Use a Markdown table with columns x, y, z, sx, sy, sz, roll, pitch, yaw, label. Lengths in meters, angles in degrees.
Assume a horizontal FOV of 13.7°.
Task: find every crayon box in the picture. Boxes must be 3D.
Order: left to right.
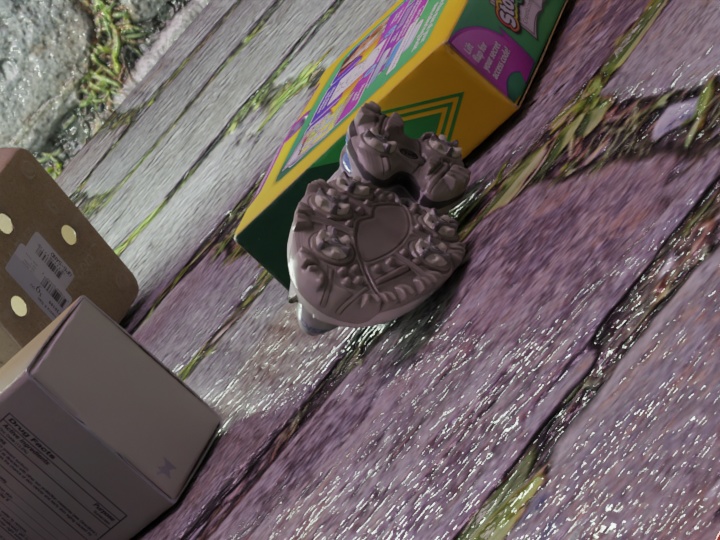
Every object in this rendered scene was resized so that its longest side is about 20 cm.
| x | y | z | sx | sy | sz | roll | pitch | yaw | label |
| --- | --- | --- | --- | --- | --- | --- | --- | --- | --- |
| 0.030 | -0.096 | 1.600 | 0.172 | 0.058 | 0.200 | -40 | 13 | 32 | crayon box |

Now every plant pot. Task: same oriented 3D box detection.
| x | y | z | sx | sy | sz | roll | pitch | yaw | label |
| --- | --- | --- | --- | --- | --- | --- | --- | --- | --- |
| -0.273 | 0.030 | 2.065 | 0.177 | 0.200 | 0.200 | -26 | 21 | 35 | plant pot |

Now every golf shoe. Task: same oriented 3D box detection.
| x | y | z | sx | sy | sz | roll | pitch | yaw | label |
| --- | --- | --- | --- | --- | --- | --- | --- | --- | --- |
| 0.000 | 0.000 | 1.389 | 0.097 | 0.078 | 0.200 | -62 | -1 | 22 | golf shoe |

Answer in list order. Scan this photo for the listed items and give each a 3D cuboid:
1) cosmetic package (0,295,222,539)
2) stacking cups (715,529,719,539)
| x | y | z | sx | sy | sz | roll | pitch | yaw | label |
| --- | --- | --- | --- | --- | --- | --- | --- | --- | --- |
| -0.173 | 0.111 | 1.552 | 0.200 | 0.105 | 0.071 | -38 | 14 | 39 | cosmetic package |
| 0.084 | 0.101 | 0.650 | 0.060 | 0.060 | 0.200 | -42 | 10 | 29 | stacking cups |
